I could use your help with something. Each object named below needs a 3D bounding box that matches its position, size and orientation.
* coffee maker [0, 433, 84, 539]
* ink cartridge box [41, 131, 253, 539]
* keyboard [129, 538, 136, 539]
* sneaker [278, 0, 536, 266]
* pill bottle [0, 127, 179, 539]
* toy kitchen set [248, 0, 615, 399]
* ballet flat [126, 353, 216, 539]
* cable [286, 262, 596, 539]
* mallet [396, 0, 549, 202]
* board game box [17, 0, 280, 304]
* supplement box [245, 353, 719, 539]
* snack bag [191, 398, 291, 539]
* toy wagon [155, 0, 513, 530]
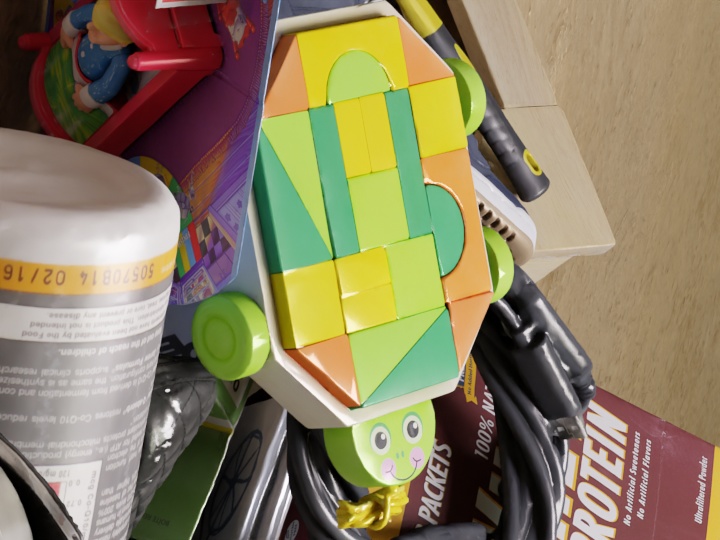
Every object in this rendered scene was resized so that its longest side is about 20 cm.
[{"bbox_3d":[-0.190,0.146,0.895,0.200,0.135,0.192,-38,143,-65],"label":"coffee maker"},{"bbox_3d":[-0.085,-0.002,1.176,0.059,0.104,0.200,64,44,-68],"label":"ink cartridge box"},{"bbox_3d":[-0.099,0.102,1.301,0.104,0.040,0.200,108,-10,-46],"label":"keyboard"},{"bbox_3d":[0.008,-0.087,1.317,0.070,0.200,0.109,-27,-143,49],"label":"sneaker"},{"bbox_3d":[-0.134,0.058,1.037,0.116,0.116,0.200,-32,136,-68],"label":"pill bottle"},{"bbox_3d":[-0.025,-0.045,1.447,0.200,0.180,0.163,-5,157,-42],"label":"toy kitchen set"},{"bbox_3d":[-0.114,0.106,1.146,0.057,0.066,0.200,-10,148,-45],"label":"ballet flat"},{"bbox_3d":[0.022,0.058,1.238,0.200,0.051,0.163,52,59,-39],"label":"cable"},{"bbox_3d":[0.025,-0.113,1.371,0.200,0.041,0.066,59,30,-7],"label":"mallet"},{"bbox_3d":[-0.090,-0.087,1.070,0.039,0.158,0.200,-5,116,-34],"label":"board game box"},{"bbox_3d":[0.039,0.138,1.401,0.197,0.200,0.133,-37,-147,49],"label":"supplement box"},{"bbox_3d":[-0.082,0.153,1.333,0.200,0.021,0.189,-70,-165,-15],"label":"snack bag"},{"bbox_3d":[0.000,0.000,1.141,0.155,0.040,0.200,-15,97,-46],"label":"toy wagon"}]
